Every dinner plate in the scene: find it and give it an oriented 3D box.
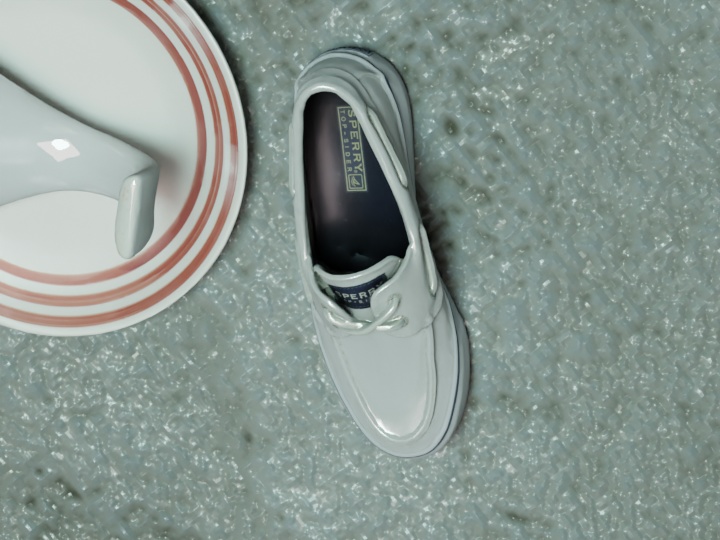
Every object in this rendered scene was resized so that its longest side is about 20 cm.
[{"bbox_3d":[-0.148,-0.066,1.250,0.200,0.024,0.200,5,110,14],"label":"dinner plate"}]

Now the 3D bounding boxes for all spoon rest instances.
[{"bbox_3d":[-0.176,-0.055,1.227,0.200,0.061,0.099,18,111,22],"label":"spoon rest"}]

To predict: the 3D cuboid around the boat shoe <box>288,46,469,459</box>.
[{"bbox_3d":[0.000,0.000,1.211,0.073,0.065,0.200,-11,105,17],"label":"boat shoe"}]
